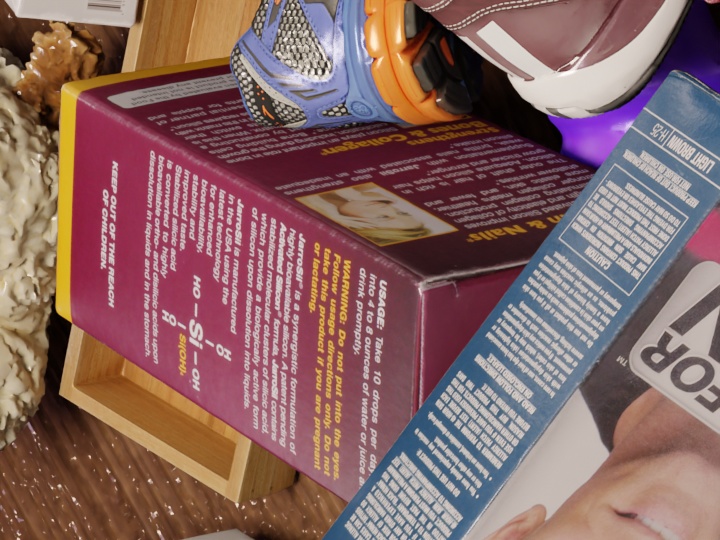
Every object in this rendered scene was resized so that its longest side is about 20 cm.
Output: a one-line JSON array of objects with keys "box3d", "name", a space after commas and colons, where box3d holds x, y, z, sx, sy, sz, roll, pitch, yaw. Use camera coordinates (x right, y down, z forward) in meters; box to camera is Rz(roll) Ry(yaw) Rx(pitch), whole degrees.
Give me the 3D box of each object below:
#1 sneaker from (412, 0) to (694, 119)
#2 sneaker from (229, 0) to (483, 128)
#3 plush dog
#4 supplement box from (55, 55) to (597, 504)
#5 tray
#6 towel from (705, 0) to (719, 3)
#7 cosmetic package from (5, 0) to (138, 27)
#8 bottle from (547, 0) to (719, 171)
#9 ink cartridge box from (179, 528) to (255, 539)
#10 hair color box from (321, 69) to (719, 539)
[{"box3d": [0.069, -0.154, 0.845, 0.076, 0.115, 0.201, 12, 76, 62], "name": "sneaker"}, {"box3d": [-0.008, -0.124, 0.933, 0.078, 0.075, 0.200, -15, 44, 17], "name": "sneaker"}, {"box3d": [-0.199, -0.037, 1.078, 0.161, 0.171, 0.200, -48, 54, 44], "name": "plush dog"}, {"box3d": [0.000, 0.000, 0.913, 0.200, 0.110, 0.086, 29, 123, 47], "name": "supplement box"}, {"box3d": [-0.050, -0.026, 1.070, 0.098, 0.037, 0.201, 28, 115, 34], "name": "tray"}, {"box3d": [0.161, -0.172, 0.796, 0.023, 0.144, 0.200, 31, 119, 7], "name": "towel"}, {"box3d": [-0.101, -0.198, 1.050, 0.083, 0.050, 0.201, -131, 47, -62], "name": "cosmetic package"}, {"box3d": [0.102, -0.009, 0.923, 0.083, 0.065, 0.201, -11, 91, 45], "name": "bottle"}, {"box3d": [-0.066, 0.149, 1.028, 0.200, 0.115, 0.067, 21, 117, 57], "name": "ink cartridge box"}, {"box3d": [0.073, 0.056, 0.805, 0.200, 0.100, 0.061, -53, 30, 5], "name": "hair color box"}]
